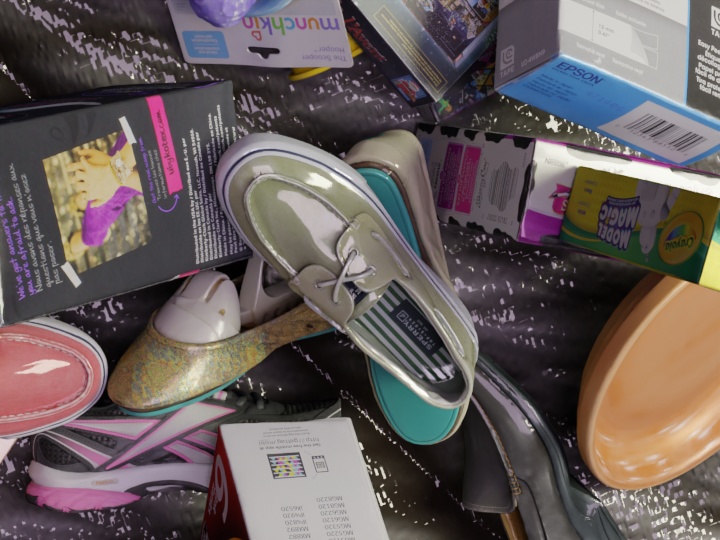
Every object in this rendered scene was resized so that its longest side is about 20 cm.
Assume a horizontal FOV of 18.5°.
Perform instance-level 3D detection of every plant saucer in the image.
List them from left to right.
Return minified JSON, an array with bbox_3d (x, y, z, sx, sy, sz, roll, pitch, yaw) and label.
[{"bbox_3d":[0.208,0.049,1.385,0.199,0.037,0.201,-28,141,-25],"label":"plant saucer"}]

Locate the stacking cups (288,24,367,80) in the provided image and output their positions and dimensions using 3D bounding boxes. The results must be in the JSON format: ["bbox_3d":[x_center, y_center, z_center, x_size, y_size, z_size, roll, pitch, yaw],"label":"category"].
[{"bbox_3d":[-0.052,-0.217,1.313,0.060,0.060,0.201,-24,100,-13],"label":"stacking cups"}]

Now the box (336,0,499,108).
[{"bbox_3d":[0.018,-0.216,1.294,0.137,0.038,0.200,-46,105,-18],"label":"box"}]

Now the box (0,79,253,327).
[{"bbox_3d":[-0.170,-0.039,1.218,0.199,0.122,0.107,-16,103,-48],"label":"box"}]

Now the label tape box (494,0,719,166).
[{"bbox_3d":[0.156,-0.179,1.291,0.142,0.066,0.202,19,65,-29],"label":"label tape box"}]

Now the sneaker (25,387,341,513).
[{"bbox_3d":[-0.104,0.089,1.320,0.198,0.080,0.087,-7,95,-18],"label":"sneaker"}]

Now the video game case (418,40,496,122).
[{"bbox_3d":[0.091,-0.217,1.366,0.199,0.036,0.182,-29,103,-12],"label":"video game case"}]

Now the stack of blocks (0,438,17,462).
[{"bbox_3d":[-0.277,0.031,1.268,0.199,0.059,0.116,36,85,-18],"label":"stack of blocks"}]

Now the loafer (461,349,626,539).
[{"bbox_3d":[0.094,0.128,1.390,0.072,0.073,0.201,-36,104,-5],"label":"loafer"}]

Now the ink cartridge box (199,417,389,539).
[{"bbox_3d":[-0.039,0.217,1.261,0.083,0.176,0.201,-2,131,-17],"label":"ink cartridge box"}]

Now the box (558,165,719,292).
[{"bbox_3d":[0.194,-0.010,1.125,0.116,0.200,0.049,15,91,-19],"label":"box"}]

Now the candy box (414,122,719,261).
[{"bbox_3d":[0.121,-0.044,1.309,0.135,0.200,0.062,10,92,-19],"label":"candy box"}]

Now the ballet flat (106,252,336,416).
[{"bbox_3d":[-0.069,0.021,1.300,0.199,0.070,0.071,-23,104,-38],"label":"ballet flat"}]

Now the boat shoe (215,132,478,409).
[{"bbox_3d":[0.000,0.000,1.239,0.072,0.062,0.200,-44,114,13],"label":"boat shoe"}]

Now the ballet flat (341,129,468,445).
[{"bbox_3d":[0.030,0.007,1.320,0.069,0.069,0.201,-19,119,-14],"label":"ballet flat"}]

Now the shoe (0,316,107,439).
[{"bbox_3d":[-0.231,0.064,1.207,0.198,0.091,0.072,1,96,-18],"label":"shoe"}]

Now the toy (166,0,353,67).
[{"bbox_3d":[-0.083,-0.191,1.241,0.047,0.114,0.201,-55,141,-46],"label":"toy"}]
